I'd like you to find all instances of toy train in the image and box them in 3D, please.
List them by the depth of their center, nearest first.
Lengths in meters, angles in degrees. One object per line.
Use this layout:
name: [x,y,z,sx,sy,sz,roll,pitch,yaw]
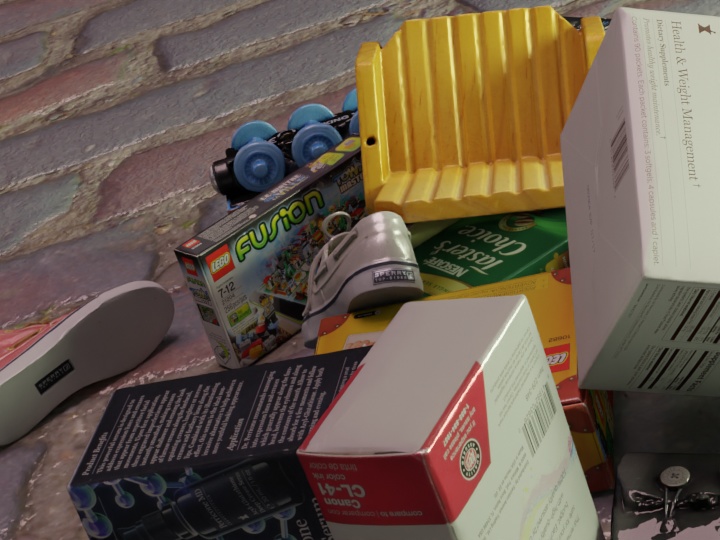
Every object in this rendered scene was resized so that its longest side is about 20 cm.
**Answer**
toy train: [-0.030,-0.086,1.531,0.199,0.115,0.087,-18,23,1]

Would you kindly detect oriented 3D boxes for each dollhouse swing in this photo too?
dollhouse swing: [0.094,-0.124,1.330,0.198,0.183,0.176,-5,-5,7]

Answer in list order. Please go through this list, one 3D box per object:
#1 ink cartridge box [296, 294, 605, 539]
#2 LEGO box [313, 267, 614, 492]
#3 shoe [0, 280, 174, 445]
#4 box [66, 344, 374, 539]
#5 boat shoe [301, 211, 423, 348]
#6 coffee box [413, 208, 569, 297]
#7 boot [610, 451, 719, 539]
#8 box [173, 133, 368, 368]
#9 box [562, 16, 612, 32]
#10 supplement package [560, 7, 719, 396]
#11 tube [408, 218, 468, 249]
ink cartridge box: [0.060,0.135,0.954,0.085,0.201,0.148,-3,30,31]
LEGO box: [0.065,0.086,1.163,0.199,0.078,0.149,-12,34,17]
shoe: [-0.256,0.063,1.445,0.200,0.072,0.091,-36,36,-21]
box: [-0.054,0.146,1.067,0.199,0.149,0.107,-11,27,17]
boat shoe: [-0.004,0.000,1.283,0.074,0.087,0.202,-3,-16,-11]
coffee box: [0.123,-0.015,1.373,0.199,0.044,0.123,-31,29,-23]
boot: [0.253,0.119,1.022,0.199,0.066,0.165,-11,25,26]
box: [-0.052,-0.017,1.419,0.200,0.111,0.035,-36,31,-29]
box: [0.197,-0.175,1.626,0.158,0.046,0.200,10,39,45]
supplement package: [0.240,-0.036,1.065,0.198,0.147,0.193,4,61,-8]
tube: [0.094,-0.051,1.455,0.199,0.058,0.052,-32,34,-27]
